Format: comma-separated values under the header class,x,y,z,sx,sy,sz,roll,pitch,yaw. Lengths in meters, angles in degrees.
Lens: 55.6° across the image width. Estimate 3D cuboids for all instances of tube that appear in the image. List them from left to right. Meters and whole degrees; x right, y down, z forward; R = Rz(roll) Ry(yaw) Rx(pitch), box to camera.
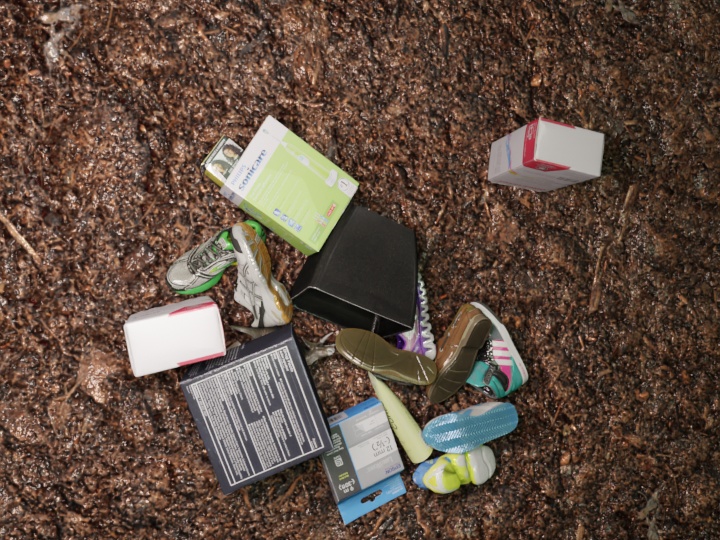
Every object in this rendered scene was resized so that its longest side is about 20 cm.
class,x,y,z,sx,sy,sz,roll,pitch,yaw
tube,0.069,0.277,1.315,0.203,0.057,0.052,59,42,-13

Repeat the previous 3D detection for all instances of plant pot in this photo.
class,x,y,z,sx,sy,sz,roll,pitch,yaw
plant pot,0.000,0.000,1.238,0.196,0.199,0.181,23,73,-14

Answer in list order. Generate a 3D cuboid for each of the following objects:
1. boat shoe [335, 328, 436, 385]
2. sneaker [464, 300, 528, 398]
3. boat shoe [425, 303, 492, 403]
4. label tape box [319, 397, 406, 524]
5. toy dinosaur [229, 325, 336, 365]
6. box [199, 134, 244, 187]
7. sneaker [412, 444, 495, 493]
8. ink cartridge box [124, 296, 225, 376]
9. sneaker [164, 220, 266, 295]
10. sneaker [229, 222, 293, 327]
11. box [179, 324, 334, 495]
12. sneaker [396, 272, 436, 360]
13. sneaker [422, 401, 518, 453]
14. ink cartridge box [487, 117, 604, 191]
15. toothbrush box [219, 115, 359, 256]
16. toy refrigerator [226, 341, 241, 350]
class,x,y,z,sx,sy,sz,roll,pitch,yaw
boat shoe,0.043,0.170,1.270,0.196,0.066,0.073,20,61,-1
sneaker,0.242,0.173,1.358,0.120,0.083,0.203,-36,100,-23
boat shoe,0.182,0.161,1.327,0.071,0.068,0.203,21,105,-39
label tape box,0.004,0.366,1.294,0.140,0.066,0.205,-21,94,-15
toy dinosaur,-0.148,0.145,1.252,0.196,0.078,0.103,21,39,-3
box,-0.194,-0.152,1.249,0.199,0.050,0.076,40,77,-13
sneaker,0.179,0.386,1.346,0.197,0.104,0.078,4,77,-45
ink cartridge box,-0.306,0.103,1.130,0.144,0.200,0.088,-13,93,-15
sneaker,-0.258,-0.032,1.205,0.198,0.085,0.079,-34,77,-15
sneaker,-0.191,0.017,1.175,0.086,0.076,0.204,-14,115,16
box,-0.167,0.227,1.142,0.194,0.123,0.205,-20,98,-3
sneaker,0.086,0.083,1.316,0.086,0.080,0.206,-11,94,-8
sneaker,0.208,0.308,1.340,0.195,0.081,0.079,-8,83,-19
ink cartridge box,0.354,-0.218,1.328,0.144,0.200,0.088,9,86,-15
toothbrush box,-0.125,-0.145,1.200,0.198,0.086,0.148,35,76,-14
toy refrigerator,-0.193,0.235,1.236,0.075,0.070,0.202,-34,98,-13
